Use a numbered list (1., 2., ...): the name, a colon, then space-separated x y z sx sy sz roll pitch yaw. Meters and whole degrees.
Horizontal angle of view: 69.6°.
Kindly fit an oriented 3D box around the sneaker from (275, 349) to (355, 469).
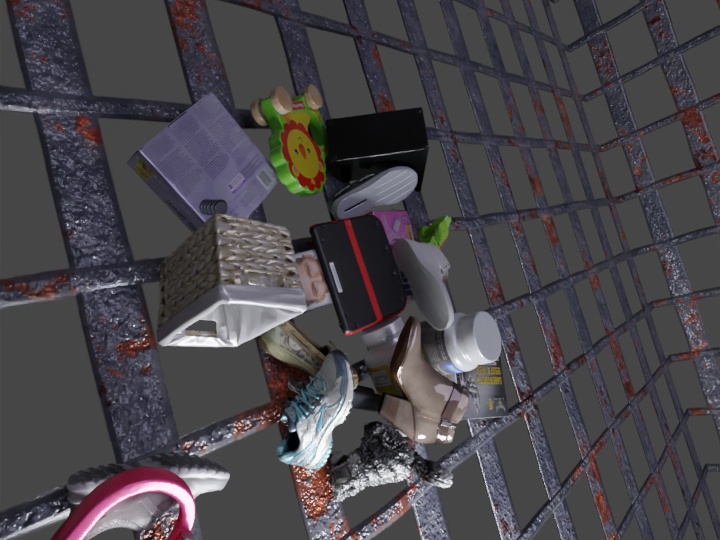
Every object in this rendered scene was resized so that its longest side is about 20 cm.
1. sneaker: -0.072 0.217 0.798 0.085 0.077 0.204 12 102 -31

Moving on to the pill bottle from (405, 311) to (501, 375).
1. pill bottle: 0.172 0.149 1.034 0.112 0.198 0.116 18 63 -39

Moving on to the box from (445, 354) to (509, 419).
1. box: 0.262 0.259 1.196 0.198 0.048 0.162 13 66 -42

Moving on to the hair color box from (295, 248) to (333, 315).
1. hair color box: -0.078 0.014 0.931 0.198 0.060 0.102 -18 88 -47

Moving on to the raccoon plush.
1. raccoon plush: 0.042 0.341 0.857 0.134 0.197 0.098 -50 143 -42

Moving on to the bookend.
1. bookend: 0.036 -0.238 1.100 0.200 0.194 0.094 80 2 -74

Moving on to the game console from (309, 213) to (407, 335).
1. game console: 0.000 0.000 0.955 0.175 0.031 0.204 -16 86 -41

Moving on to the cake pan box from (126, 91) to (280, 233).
1. cake pan box: -0.239 -0.164 0.840 0.185 0.052 0.202 50 46 -23

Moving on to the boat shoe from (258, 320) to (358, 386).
1. boat shoe: -0.074 0.139 0.864 0.198 0.073 0.063 32 89 -31

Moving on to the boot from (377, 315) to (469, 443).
1. boot: 0.120 0.197 0.897 0.143 0.070 0.204 18 95 -6

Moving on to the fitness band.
1. fitness band: -0.273 0.319 0.579 0.201 0.037 0.144 -53 127 -12

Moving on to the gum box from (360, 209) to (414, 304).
1. gum box: 0.062 -0.029 1.085 0.112 0.066 0.204 -6 79 -45

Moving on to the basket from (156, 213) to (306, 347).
1. basket: -0.185 0.021 0.721 0.134 0.198 0.126 9 64 -43

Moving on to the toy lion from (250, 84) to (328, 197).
1. toy lion: -0.112 -0.238 0.966 0.195 0.068 0.200 68 28 -11

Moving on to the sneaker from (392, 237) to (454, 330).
1. sneaker: 0.152 0.022 1.026 0.114 0.074 0.203 2 54 -45

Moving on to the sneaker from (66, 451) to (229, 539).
1. sneaker: -0.261 0.282 0.650 0.197 0.074 0.084 7 86 -39

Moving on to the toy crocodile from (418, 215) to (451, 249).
1. toy crocodile: 0.161 -0.057 1.200 0.062 0.067 0.201 54 47 -23

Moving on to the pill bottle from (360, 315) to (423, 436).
1. pill bottle: 0.075 0.196 0.981 0.112 0.111 0.204 -25 94 -47

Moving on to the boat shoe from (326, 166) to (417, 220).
1. boat shoe: 0.020 -0.164 1.039 0.197 0.071 0.073 -24 126 -20

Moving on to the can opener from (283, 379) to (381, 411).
1. can opener: -0.048 0.229 0.901 0.198 0.053 0.068 22 92 -40
